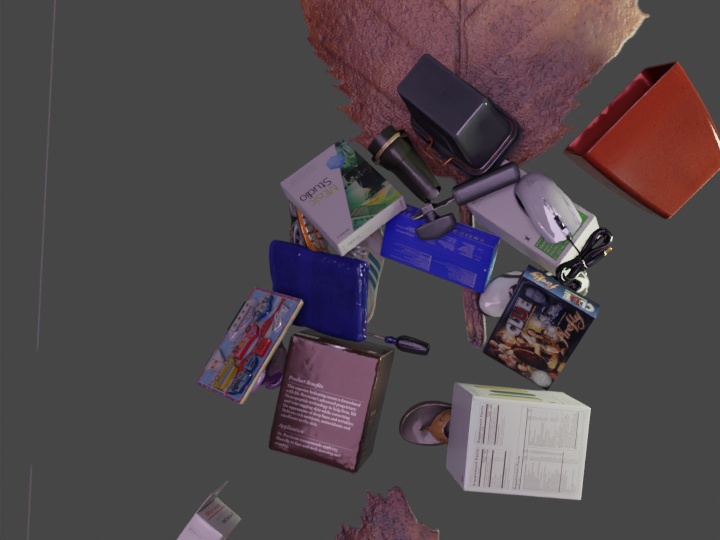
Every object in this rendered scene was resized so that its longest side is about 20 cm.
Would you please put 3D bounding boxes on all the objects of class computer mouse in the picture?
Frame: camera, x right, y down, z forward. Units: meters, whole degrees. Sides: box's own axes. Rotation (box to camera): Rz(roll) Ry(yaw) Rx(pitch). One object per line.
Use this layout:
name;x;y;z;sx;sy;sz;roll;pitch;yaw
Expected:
computer mouse;0.307;-0.083;1.510;0.109;0.044;0.202;-37;62;6

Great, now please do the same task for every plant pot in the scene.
plant pot;0.473;-0.198;1.546;0.176;0.200;0.200;44;98;-4

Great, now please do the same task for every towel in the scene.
towel;-0.071;0.033;1.643;0.197;0.049;0.151;14;113;31

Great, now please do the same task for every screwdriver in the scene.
screwdriver;0.028;0.121;1.706;0.195;0.028;0.030;10;55;6

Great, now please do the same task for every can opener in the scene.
can opener;0.178;-0.112;1.581;0.197;0.053;0.068;-22;97;13

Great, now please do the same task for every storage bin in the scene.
storage bin;0.148;-0.259;1.592;0.146;0.134;0.200;-48;59;5

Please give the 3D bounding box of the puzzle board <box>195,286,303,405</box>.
puzzle board;-0.193;0.122;1.619;0.149;0.017;0.202;12;65;50

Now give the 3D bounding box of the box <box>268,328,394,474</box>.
box;-0.047;0.221;1.656;0.162;0.164;0.204;14;93;11

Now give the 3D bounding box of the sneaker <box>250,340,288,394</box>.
sneaker;-0.166;0.174;1.673;0.079;0.201;0.090;-26;104;17

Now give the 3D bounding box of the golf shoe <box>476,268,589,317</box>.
golf shoe;0.291;0.033;1.627;0.196;0.094;0.079;-16;89;12

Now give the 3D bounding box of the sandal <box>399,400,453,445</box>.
sandal;0.165;0.280;1.672;0.196;0.055;0.084;10;94;9

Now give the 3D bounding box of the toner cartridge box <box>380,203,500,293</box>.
toner cartridge box;0.137;-0.042;1.651;0.197;0.043;0.097;21;125;15

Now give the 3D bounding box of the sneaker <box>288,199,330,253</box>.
sneaker;-0.099;-0.038;1.711;0.076;0.078;0.204;-20;81;28

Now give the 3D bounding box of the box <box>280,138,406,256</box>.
box;-0.032;-0.130;1.644;0.143;0.037;0.200;-37;52;-10

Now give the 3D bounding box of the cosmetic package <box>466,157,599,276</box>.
cosmetic package;0.289;-0.085;1.591;0.199;0.085;0.108;36;87;28

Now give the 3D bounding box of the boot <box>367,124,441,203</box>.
boot;0.086;-0.165;1.608;0.077;0.200;0.139;-45;84;14

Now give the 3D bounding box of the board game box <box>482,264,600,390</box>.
board game box;0.298;0.099;1.595;0.134;0.035;0.202;30;135;10

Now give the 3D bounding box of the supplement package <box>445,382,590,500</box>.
supplement package;0.257;0.280;1.582;0.195;0.152;0.154;6;92;-6

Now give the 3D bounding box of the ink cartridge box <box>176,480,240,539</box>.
ink cartridge box;-0.289;0.490;1.730;0.067;0.117;0.201;37;98;7

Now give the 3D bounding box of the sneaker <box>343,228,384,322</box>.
sneaker;0.000;0.000;1.680;0.069;0.093;0.205;7;92;10
